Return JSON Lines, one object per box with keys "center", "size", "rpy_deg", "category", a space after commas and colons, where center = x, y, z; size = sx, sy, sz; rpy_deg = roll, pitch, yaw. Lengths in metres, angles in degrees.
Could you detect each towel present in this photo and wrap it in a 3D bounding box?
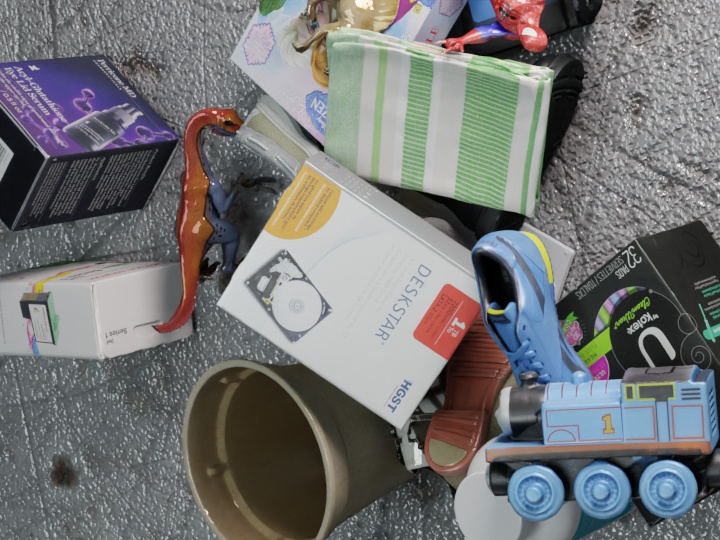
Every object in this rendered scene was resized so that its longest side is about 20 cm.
{"center": [0.064, -0.128, 1.606], "size": [0.198, 0.023, 0.153], "rpy_deg": [13, 128, 13], "category": "towel"}

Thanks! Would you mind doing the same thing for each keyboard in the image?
{"center": [0.113, -0.038, 1.737], "size": [0.199, 0.011, 0.057], "rpy_deg": [32, 112, 29], "category": "keyboard"}

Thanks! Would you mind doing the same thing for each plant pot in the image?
{"center": [-0.039, 0.164, 1.779], "size": [0.200, 0.183, 0.202], "rpy_deg": [13, 110, 40], "category": "plant pot"}

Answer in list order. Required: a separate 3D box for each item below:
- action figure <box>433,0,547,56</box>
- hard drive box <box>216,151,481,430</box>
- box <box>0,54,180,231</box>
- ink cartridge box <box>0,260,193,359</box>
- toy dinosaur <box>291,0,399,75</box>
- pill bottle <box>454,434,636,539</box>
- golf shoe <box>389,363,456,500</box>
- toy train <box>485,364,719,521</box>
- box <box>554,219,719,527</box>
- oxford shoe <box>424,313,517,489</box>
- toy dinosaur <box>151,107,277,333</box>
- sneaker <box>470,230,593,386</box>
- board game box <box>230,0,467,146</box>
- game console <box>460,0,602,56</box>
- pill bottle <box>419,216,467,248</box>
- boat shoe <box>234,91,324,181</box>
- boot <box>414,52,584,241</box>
{"center": [0.086, -0.256, 1.580], "size": [0.201, 0.098, 0.065], "rpy_deg": [57, 142, 28], "category": "action figure"}
{"center": [0.000, 0.016, 1.632], "size": [0.199, 0.077, 0.156], "rpy_deg": [33, 103, 2], "category": "hard drive box"}
{"center": [-0.315, -0.137, 1.933], "size": [0.148, 0.199, 0.105], "rpy_deg": [46, 123, 21], "category": "box"}
{"center": [-0.300, 0.040, 1.992], "size": [0.199, 0.144, 0.085], "rpy_deg": [1, 100, 38], "category": "ink cartridge box"}
{"center": [-0.011, -0.250, 1.674], "size": [0.100, 0.058, 0.202], "rpy_deg": [-5, 84, 25], "category": "toy dinosaur"}
{"center": [0.166, 0.186, 1.615], "size": [0.110, 0.199, 0.112], "rpy_deg": [8, 104, 36], "category": "pill bottle"}
{"center": [0.055, 0.131, 1.709], "size": [0.200, 0.095, 0.078], "rpy_deg": [40, 149, -8], "category": "golf shoe"}
{"center": [0.194, 0.135, 1.471], "size": [0.198, 0.087, 0.115], "rpy_deg": [-4, 93, 18], "category": "toy train"}
{"center": [0.267, 0.085, 1.564], "size": [0.148, 0.124, 0.201], "rpy_deg": [-42, 73, 36], "category": "box"}
{"center": [0.117, 0.111, 1.685], "size": [0.070, 0.074, 0.201], "rpy_deg": [7, 59, 37], "category": "oxford shoe"}
{"center": [-0.149, -0.065, 1.857], "size": [0.104, 0.201, 0.182], "rpy_deg": [5, 135, 22], "category": "toy dinosaur"}
{"center": [0.138, 0.065, 1.535], "size": [0.066, 0.078, 0.202], "rpy_deg": [-20, 87, 36], "category": "sneaker"}
{"center": [-0.012, -0.230, 1.722], "size": [0.200, 0.041, 0.200], "rpy_deg": [43, 110, 39], "category": "board game box"}
{"center": [0.128, -0.300, 1.601], "size": [0.115, 0.176, 0.202], "rpy_deg": [-15, 91, 3], "category": "game console"}
{"center": [0.000, 0.000, 1.765], "size": [0.199, 0.109, 0.110], "rpy_deg": [5, 102, 41], "category": "pill bottle"}
{"center": [-0.053, -0.091, 1.745], "size": [0.065, 0.074, 0.202], "rpy_deg": [-46, 53, 10], "category": "boat shoe"}
{"center": [0.097, -0.140, 1.683], "size": [0.168, 0.076, 0.201], "rpy_deg": [37, 123, 25], "category": "boot"}
